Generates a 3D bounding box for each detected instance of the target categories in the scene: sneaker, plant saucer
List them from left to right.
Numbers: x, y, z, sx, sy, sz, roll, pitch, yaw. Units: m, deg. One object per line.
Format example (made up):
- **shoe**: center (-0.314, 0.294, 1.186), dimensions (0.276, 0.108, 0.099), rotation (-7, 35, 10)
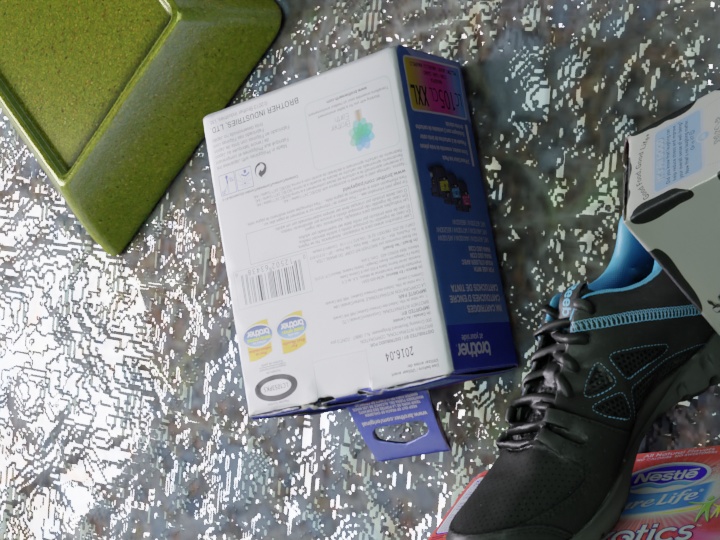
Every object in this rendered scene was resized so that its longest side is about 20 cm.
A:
- **plant saucer**: center (-0.168, -0.148, 0.919), dimensions (0.200, 0.048, 0.200), rotation (-50, 64, 24)
- **sneaker**: center (0.094, 0.054, 0.652), dimensions (0.073, 0.200, 0.082), rotation (-3, 128, 54)

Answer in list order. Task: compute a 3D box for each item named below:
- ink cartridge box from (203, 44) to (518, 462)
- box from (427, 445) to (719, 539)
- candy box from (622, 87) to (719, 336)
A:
- **ink cartridge box**: center (0.000, 0.000, 0.782), dimensions (0.135, 0.076, 0.202), rotation (-15, 80, 35)
- **box**: center (0.131, 0.146, 0.661), dimensions (0.198, 0.103, 0.095), rotation (-12, 109, 34)
- **candy box**: center (0.224, -0.036, 0.590), dimensions (0.199, 0.136, 0.061), rotation (-28, 31, 30)
